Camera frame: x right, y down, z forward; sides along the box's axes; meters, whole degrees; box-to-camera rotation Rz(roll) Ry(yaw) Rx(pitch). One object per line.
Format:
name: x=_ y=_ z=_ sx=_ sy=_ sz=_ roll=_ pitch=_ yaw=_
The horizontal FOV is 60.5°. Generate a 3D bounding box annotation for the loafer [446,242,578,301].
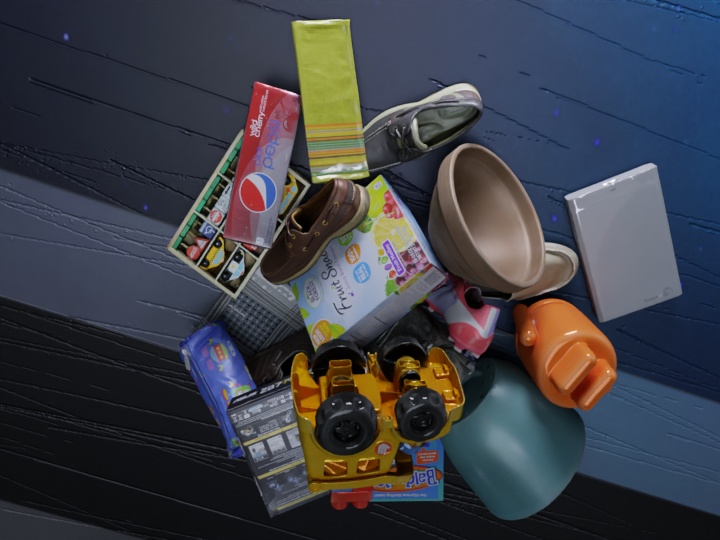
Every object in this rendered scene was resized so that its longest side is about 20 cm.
loafer: x=0.226 y=0.010 z=0.906 sx=0.193 sy=0.069 sz=0.078 roll=-9 pitch=112 yaw=5

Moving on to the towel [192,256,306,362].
towel: x=-0.145 y=0.105 z=0.972 sx=0.199 sy=0.035 sz=0.193 roll=39 pitch=107 yaw=-13

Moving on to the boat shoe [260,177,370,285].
boat shoe: x=-0.076 y=-0.057 z=0.843 sx=0.198 sy=0.074 sz=0.067 roll=-39 pitch=139 yaw=26

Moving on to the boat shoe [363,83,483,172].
boat shoe: x=0.074 y=-0.188 z=0.834 sx=0.196 sy=0.066 sz=0.073 roll=-24 pitch=112 yaw=11

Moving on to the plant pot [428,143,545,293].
plant pot: x=0.156 y=-0.058 z=0.834 sx=0.201 sy=0.203 sz=0.092 roll=45 pitch=134 yaw=-16

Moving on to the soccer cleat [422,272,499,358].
soccer cleat: x=0.132 y=0.038 z=0.855 sx=0.065 sy=0.201 sz=0.078 roll=19 pitch=111 yaw=-24

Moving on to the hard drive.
hard drive: x=0.388 y=-0.036 z=0.908 sx=0.128 sy=0.026 sz=0.205 roll=-19 pitch=109 yaw=9

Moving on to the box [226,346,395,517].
box: x=-0.059 y=0.215 z=0.824 sx=0.194 sy=0.049 sz=0.166 roll=-22 pitch=100 yaw=2

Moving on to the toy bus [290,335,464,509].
toy bus: x=0.017 y=0.197 z=0.744 sx=0.192 sy=0.137 sz=0.198 roll=-3 pitch=115 yaw=-7

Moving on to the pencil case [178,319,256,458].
pencil case: x=-0.197 y=0.173 z=0.905 sx=0.078 sy=0.086 sz=0.204 roll=-41 pitch=72 yaw=37

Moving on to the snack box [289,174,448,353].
snack box: x=0.000 y=0.000 z=0.855 sx=0.199 sy=0.171 sz=0.067 roll=-40 pitch=142 yaw=16

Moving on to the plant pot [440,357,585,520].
plant pot: x=0.207 y=0.232 z=0.926 sx=0.161 sy=0.202 sz=0.200 roll=43 pitch=107 yaw=-12

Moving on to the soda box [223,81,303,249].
soda box: x=-0.131 y=-0.136 z=0.823 sx=0.068 sy=0.063 sz=0.207 roll=12 pitch=89 yaw=-11

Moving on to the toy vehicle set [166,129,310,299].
toy vehicle set: x=-0.174 y=-0.079 z=0.887 sx=0.123 sy=0.027 sz=0.203 roll=34 pitch=99 yaw=-11

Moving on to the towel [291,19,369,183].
towel: x=-0.038 y=-0.220 z=0.809 sx=0.083 sy=0.018 sz=0.208 roll=-11 pitch=98 yaw=-25

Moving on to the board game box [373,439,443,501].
board game box: x=0.065 y=0.288 z=1.031 sx=0.146 sy=0.045 sz=0.207 roll=-2 pitch=111 yaw=2

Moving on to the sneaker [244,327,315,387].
sneaker: x=-0.134 y=0.160 z=0.940 sx=0.198 sy=0.076 sz=0.071 roll=-39 pitch=105 yaw=18

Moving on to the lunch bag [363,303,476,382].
lunch bag: x=0.058 y=0.149 z=0.915 sx=0.167 sy=0.139 sz=0.201 roll=41 pitch=93 yaw=-16

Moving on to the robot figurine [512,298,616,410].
robot figurine: x=0.284 y=0.111 z=0.874 sx=0.138 sy=0.201 sz=0.121 roll=-2 pitch=108 yaw=-2
